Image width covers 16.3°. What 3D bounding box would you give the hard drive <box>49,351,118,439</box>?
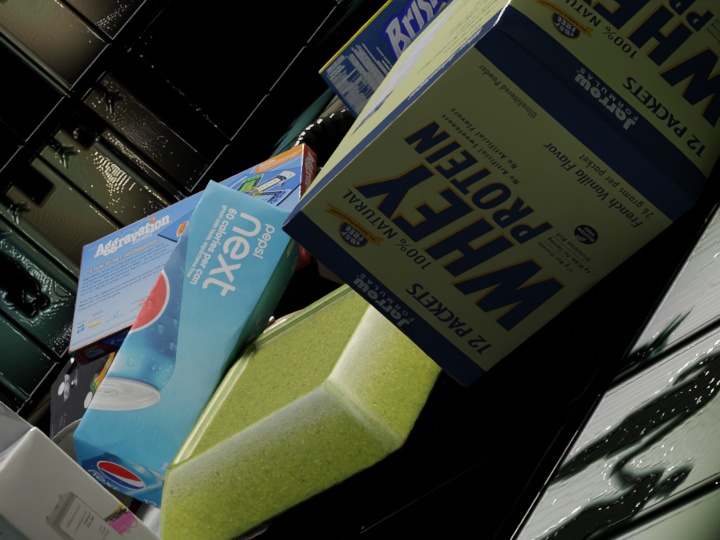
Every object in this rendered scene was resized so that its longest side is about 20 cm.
[{"bbox_3d":[-0.170,0.082,1.837,0.200,0.038,0.140,-52,29,37],"label":"hard drive"}]

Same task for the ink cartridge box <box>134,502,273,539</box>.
[{"bbox_3d":[-0.082,0.159,1.558,0.200,0.057,0.163,-25,22,37],"label":"ink cartridge box"}]

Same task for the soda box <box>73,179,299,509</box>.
[{"bbox_3d":[-0.108,0.047,1.598,0.064,0.068,0.200,95,-161,-63],"label":"soda box"}]

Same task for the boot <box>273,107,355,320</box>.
[{"bbox_3d":[-0.044,-0.019,1.811,0.211,0.079,0.158,-49,-13,-34],"label":"boot"}]

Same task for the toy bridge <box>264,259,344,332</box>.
[{"bbox_3d":[0.000,0.000,1.730,0.067,0.027,0.200,21,44,37],"label":"toy bridge"}]

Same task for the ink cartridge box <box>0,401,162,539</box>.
[{"bbox_3d":[-0.187,0.168,1.447,0.116,0.200,0.068,-36,15,45],"label":"ink cartridge box"}]

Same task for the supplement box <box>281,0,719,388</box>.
[{"bbox_3d":[0.095,-0.083,1.330,0.200,0.134,0.200,-42,10,43],"label":"supplement box"}]

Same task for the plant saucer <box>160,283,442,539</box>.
[{"bbox_3d":[-0.031,0.070,1.497,0.200,0.048,0.200,-31,17,35],"label":"plant saucer"}]

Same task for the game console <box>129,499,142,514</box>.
[{"bbox_3d":[-0.137,0.115,1.751,0.200,0.119,0.172,-45,9,27],"label":"game console"}]

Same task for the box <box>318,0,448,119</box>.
[{"bbox_3d":[0.067,-0.169,1.575,0.200,0.064,0.070,-42,-5,34],"label":"box"}]

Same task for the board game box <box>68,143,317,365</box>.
[{"bbox_3d":[-0.118,-0.011,1.760,0.200,0.019,0.103,-23,44,27],"label":"board game box"}]

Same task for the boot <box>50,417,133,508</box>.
[{"bbox_3d":[-0.200,0.204,1.679,0.174,0.069,0.200,96,-163,-70],"label":"boot"}]
